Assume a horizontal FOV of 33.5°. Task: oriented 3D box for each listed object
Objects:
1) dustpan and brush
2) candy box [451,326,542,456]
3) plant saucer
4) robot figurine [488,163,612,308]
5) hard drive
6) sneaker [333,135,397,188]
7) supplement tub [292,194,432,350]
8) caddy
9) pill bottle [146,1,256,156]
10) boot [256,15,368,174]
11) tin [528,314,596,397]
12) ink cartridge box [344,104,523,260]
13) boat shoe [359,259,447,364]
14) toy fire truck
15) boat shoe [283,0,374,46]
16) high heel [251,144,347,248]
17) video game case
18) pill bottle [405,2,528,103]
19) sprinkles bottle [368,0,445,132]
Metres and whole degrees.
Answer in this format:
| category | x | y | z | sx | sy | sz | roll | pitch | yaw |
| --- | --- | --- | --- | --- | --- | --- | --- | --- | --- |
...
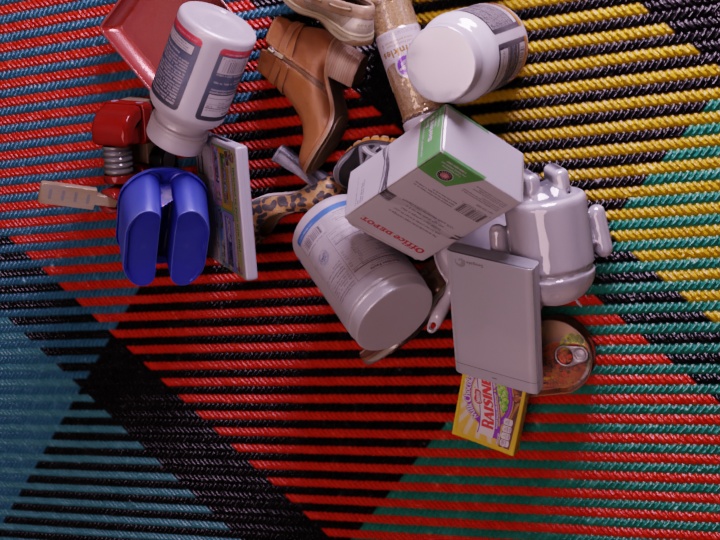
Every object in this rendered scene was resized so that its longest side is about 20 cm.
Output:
| category | x | y | z | sx | sy | sz | roll | pitch | yaw |
| --- | --- | --- | --- | --- | --- | --- | --- | --- | --- |
| dustpan and brush | 0.144 | -0.004 | 1.686 | 0.138 | 0.057 | 0.202 | 27 | 79 | 5 |
| candy box | 0.195 | 0.160 | 1.718 | 0.101 | 0.026 | 0.202 | 18 | 114 | 25 |
| plant saucer | -0.276 | -0.364 | 1.815 | 0.200 | 0.037 | 0.199 | 50 | 121 | 5 |
| robot figurine | 0.257 | -0.039 | 1.612 | 0.167 | 0.113 | 0.203 | -9 | 103 | 0 |
| hard drive | 0.184 | 0.066 | 1.630 | 0.131 | 0.027 | 0.202 | 14 | 126 | 32 |
| sneaker | 0.046 | -0.142 | 1.693 | 0.198 | 0.078 | 0.079 | -7 | 131 | 29 |
| supplement tub | 0.000 | 0.000 | 1.703 | 0.201 | 0.131 | 0.133 | 54 | 125 | 34 |
| caddy | -0.303 | -0.069 | 1.836 | 0.140 | 0.106 | 0.201 | -1 | 136 | -17 |
| pill bottle | -0.239 | -0.274 | 1.736 | 0.119 | 0.119 | 0.201 | 34 | 118 | 12 |
| boot | -0.090 | -0.256 | 1.732 | 0.154 | 0.077 | 0.202 | 27 | 114 | 14 |
| tin | 0.241 | 0.123 | 1.718 | 0.198 | 0.042 | 0.113 | -8 | 107 | 29 |
| ink cartridge box | 0.094 | -0.110 | 1.566 | 0.145 | 0.085 | 0.199 | 28 | 142 | -30 |
| boat shoe | 0.066 | 0.060 | 1.769 | 0.200 | 0.076 | 0.072 | -44 | 81 | 21 |
| toy fire truck | -0.390 | -0.166 | 1.841 | 0.127 | 0.200 | 0.178 | 7 | 110 | 23 |
| boat shoe | -0.045 | -0.382 | 1.651 | 0.200 | 0.071 | 0.065 | 40 | 134 | 32 |
| high heel | -0.103 | -0.070 | 1.806 | 0.142 | 0.071 | 0.201 | 34 | 115 | 12 |
| video game case | -0.205 | -0.102 | 1.815 | 0.182 | 0.022 | 0.203 | 27 | 124 | 59 |
| pill bottle | 0.137 | -0.279 | 1.542 | 0.115 | 0.200 | 0.118 | 8 | 109 | 24 |
| sprinkles bottle | 0.066 | -0.280 | 1.639 | 0.068 | 0.068 | 0.202 | -19 | 89 | 30 |
